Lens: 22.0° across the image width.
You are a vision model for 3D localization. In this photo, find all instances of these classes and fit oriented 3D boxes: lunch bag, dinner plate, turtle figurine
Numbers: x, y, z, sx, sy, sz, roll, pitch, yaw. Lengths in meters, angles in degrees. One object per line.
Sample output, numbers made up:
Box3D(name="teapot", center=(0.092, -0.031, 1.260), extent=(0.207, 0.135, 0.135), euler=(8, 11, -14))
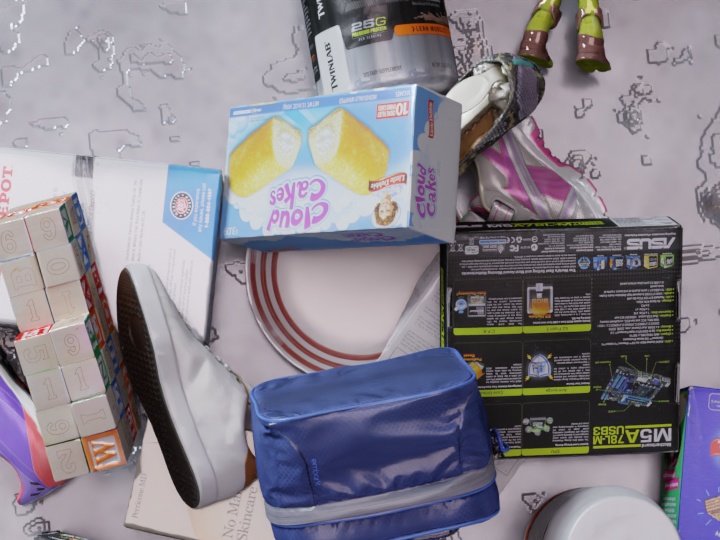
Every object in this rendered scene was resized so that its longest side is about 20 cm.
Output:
Box3D(name="lunch bag", center=(0.019, 0.147, 1.444), extent=(0.198, 0.136, 0.133), euler=(-10, 101, -4))
Box3D(name="dinner plate", center=(0.000, 0.000, 1.594), extent=(0.198, 0.024, 0.202), euler=(0, 83, -3))
Box3D(name="turtle figurine", center=(0.196, -0.257, 1.615), extent=(0.198, 0.064, 0.163), euler=(8, 82, -1))

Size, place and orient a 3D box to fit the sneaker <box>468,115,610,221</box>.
Box3D(name="sneaker", center=(0.142, -0.062, 1.585), extent=(0.088, 0.081, 0.200), euler=(-38, 77, -5))

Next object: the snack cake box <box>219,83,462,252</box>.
Box3D(name="snack cake box", center=(-0.017, -0.079, 1.505), extent=(0.199, 0.067, 0.116), euler=(-3, 78, 38))

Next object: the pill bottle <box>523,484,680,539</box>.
Box3D(name="pill bottle", center=(0.194, 0.227, 1.482), extent=(0.109, 0.200, 0.111), euler=(0, 83, -2))

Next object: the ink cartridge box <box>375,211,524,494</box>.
Box3D(name="ink cartridge box", center=(0.101, 0.077, 1.569), extent=(0.160, 0.050, 0.201), euler=(34, 97, -10))

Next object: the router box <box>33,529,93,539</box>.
Box3D(name="router box", center=(-0.166, 0.262, 1.488), extent=(0.198, 0.150, 0.063), euler=(15, 82, -1))

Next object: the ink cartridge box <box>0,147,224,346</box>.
Box3D(name="ink cartridge box", center=(-0.219, -0.018, 1.556), extent=(0.198, 0.084, 0.146), euler=(6, 84, -2))

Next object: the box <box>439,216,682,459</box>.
Box3D(name="box", center=(0.164, 0.056, 1.525), extent=(0.198, 0.048, 0.195), euler=(-3, 104, -6))

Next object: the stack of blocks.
Box3D(name="stack of blocks", center=(-0.230, 0.049, 1.451), extent=(0.058, 0.115, 0.202), euler=(-14, 100, 2))

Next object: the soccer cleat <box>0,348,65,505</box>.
Box3D(name="soccer cleat", center=(-0.316, 0.104, 1.547), extent=(0.073, 0.068, 0.200), euler=(-42, 88, -3))

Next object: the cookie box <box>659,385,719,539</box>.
Box3D(name="cookie box", center=(0.339, 0.207, 1.554), extent=(0.170, 0.075, 0.202), euler=(7, 82, -2))

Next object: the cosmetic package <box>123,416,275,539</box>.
Box3D(name="cosmetic package", center=(-0.088, 0.185, 1.541), extent=(0.198, 0.073, 0.104), euler=(11, 81, -2))

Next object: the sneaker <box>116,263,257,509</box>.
Box3D(name="sneaker", center=(-0.134, 0.084, 1.489), extent=(0.084, 0.073, 0.201), euler=(-19, 88, -29))

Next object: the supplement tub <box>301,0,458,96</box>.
Box3D(name="supplement tub", center=(0.009, -0.236, 1.576), extent=(0.121, 0.123, 0.202), euler=(-10, 83, -4))

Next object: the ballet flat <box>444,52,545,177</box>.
Box3D(name="ballet flat", center=(0.064, -0.108, 1.535), extent=(0.200, 0.072, 0.072), euler=(-44, 86, 15))
